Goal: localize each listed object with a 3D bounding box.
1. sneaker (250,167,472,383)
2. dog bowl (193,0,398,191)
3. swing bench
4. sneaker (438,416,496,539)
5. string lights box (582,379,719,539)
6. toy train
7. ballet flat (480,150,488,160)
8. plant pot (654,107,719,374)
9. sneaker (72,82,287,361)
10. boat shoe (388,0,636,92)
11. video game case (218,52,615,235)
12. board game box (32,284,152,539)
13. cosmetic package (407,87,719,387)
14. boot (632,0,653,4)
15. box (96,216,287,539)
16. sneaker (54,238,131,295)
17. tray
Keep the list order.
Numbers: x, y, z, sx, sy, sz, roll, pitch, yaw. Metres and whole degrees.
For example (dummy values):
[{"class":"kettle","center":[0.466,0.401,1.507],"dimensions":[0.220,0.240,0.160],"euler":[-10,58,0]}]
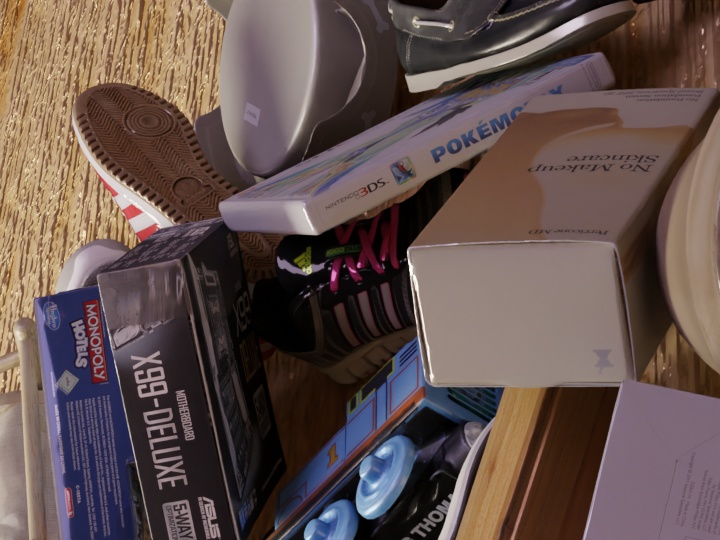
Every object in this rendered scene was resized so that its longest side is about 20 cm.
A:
[{"class":"sneaker","center":[0.000,0.000,1.455],"dimensions":[0.200,0.087,0.074],"euler":[-42,38,51]},{"class":"dog bowl","center":[-0.040,-0.129,1.628],"dimensions":[0.200,0.058,0.201],"euler":[-17,71,62]},{"class":"swing bench","center":[-0.208,0.178,1.588],"dimensions":[0.129,0.200,0.200],"euler":[-21,42,10]},{"class":"sneaker","center":[0.070,0.133,1.280],"dimensions":[0.200,0.073,0.085],"euler":[-54,-9,-15]},{"class":"string lights box","center":[0.129,0.131,1.074],"dimensions":[0.200,0.059,0.103],"euler":[71,-147,-66]},{"class":"toy train","center":[0.006,0.131,1.374],"dimensions":[0.200,0.086,0.115],"euler":[-47,23,30]},{"class":"ballet flat","center":[0.094,-0.028,1.367],"dimensions":[0.068,0.075,0.201],"euler":[-30,41,29]},{"class":"plant pot","center":[0.207,-0.012,1.085],"dimensions":[0.201,0.199,0.173],"euler":[-66,14,-7]},{"class":"sneaker","center":[-0.115,-0.024,1.621],"dimensions":[0.200,0.071,0.113],"euler":[46,149,29]},{"class":"boat shoe","center":[0.077,-0.144,1.438],"dimensions":[0.200,0.072,0.068],"euler":[-4,103,61]},{"class":"video game case","center":[0.025,-0.068,1.414],"dimensions":[0.182,0.022,0.200],"euler":[-27,9,-13]},{"class":"board game box","center":[-0.126,0.127,1.522],"dimensions":[0.061,0.200,0.201],"euler":[-10,76,8]},{"class":"cosmetic package","center":[0.103,-0.019,1.220],"dimensions":[0.105,0.071,0.200],"euler":[-2,23,21]},{"class":"boot","center":[0.188,-0.147,1.329],"dimensions":[0.200,0.064,0.187],"euler":[4,56,55]},{"class":"box","center":[-0.091,0.060,1.441],"dimensions":[0.200,0.049,0.159],"euler":[-54,-47,-81]},{"class":"sneaker","center":[-0.164,0.026,1.589],"dimensions":[0.082,0.074,0.200],"euler":[57,165,20]},{"class":"tray","center":[0.090,0.145,1.205],"dimensions":[0.037,0.098,0.201],"euler":[-5,62,56]}]
